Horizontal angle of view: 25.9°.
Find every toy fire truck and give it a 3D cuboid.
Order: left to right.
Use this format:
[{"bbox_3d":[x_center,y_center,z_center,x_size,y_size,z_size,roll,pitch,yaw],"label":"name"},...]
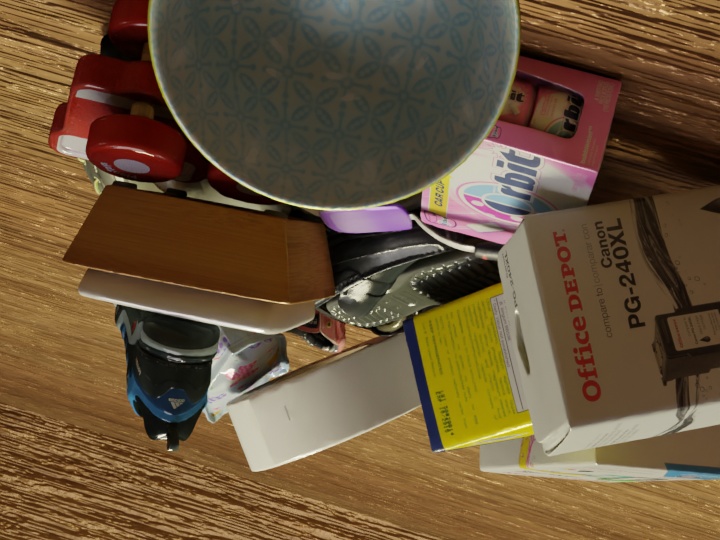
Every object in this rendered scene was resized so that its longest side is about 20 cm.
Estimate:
[{"bbox_3d":[-0.114,-0.101,1.103,0.198,0.113,0.168,11,163,-13],"label":"toy fire truck"}]

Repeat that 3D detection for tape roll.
[{"bbox_3d":[-0.026,0.121,1.494,0.201,0.071,0.202,-22,180,0],"label":"tape roll"}]

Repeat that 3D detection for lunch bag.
[{"bbox_3d":[-0.160,0.039,1.522,0.170,0.127,0.200,54,167,12],"label":"lunch bag"}]

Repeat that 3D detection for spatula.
[{"bbox_3d":[0.069,-0.023,1.121,0.198,0.021,0.057,13,166,15],"label":"spatula"}]

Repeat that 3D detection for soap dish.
[{"bbox_3d":[-0.105,-0.011,1.115,0.156,0.082,0.200,11,-178,7],"label":"soap dish"}]

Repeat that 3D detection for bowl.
[{"bbox_3d":[-0.011,-0.146,0.861,0.198,0.202,0.108,20,-153,-7],"label":"bowl"}]

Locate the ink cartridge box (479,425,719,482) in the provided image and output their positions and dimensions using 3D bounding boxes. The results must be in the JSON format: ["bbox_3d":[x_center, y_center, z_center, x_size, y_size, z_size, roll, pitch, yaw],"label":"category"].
[{"bbox_3d":[0.213,0.105,1.361,0.145,0.148,0.200,7,169,-23],"label":"ink cartridge box"}]

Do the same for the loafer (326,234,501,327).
[{"bbox_3d":[0.054,-0.011,1.268,0.198,0.070,0.075,-15,149,34],"label":"loafer"}]

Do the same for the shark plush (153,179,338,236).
[{"bbox_3d":[-0.097,-0.077,1.257,0.198,0.092,0.084,14,-154,-24],"label":"shark plush"}]

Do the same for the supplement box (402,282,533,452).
[{"bbox_3d":[0.146,0.062,1.200,0.109,0.110,0.199,-3,166,-44],"label":"supplement box"}]

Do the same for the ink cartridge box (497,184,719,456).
[{"bbox_3d":[0.205,0.029,1.039,0.198,0.147,0.083,-9,165,-8],"label":"ink cartridge box"}]

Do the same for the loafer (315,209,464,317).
[{"bbox_3d":[0.000,0.000,1.228,0.199,0.071,0.068,-16,-177,34],"label":"loafer"}]

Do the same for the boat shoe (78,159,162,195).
[{"bbox_3d":[-0.208,-0.098,1.328,0.060,0.073,0.202,10,167,8],"label":"boat shoe"}]

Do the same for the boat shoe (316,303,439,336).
[{"bbox_3d":[0.025,0.029,1.422,0.198,0.065,0.074,9,126,-29],"label":"boat shoe"}]

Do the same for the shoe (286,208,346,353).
[{"bbox_3d":[-0.040,0.010,1.463,0.071,0.092,0.200,13,163,16],"label":"shoe"}]

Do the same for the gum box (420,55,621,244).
[{"bbox_3d":[0.104,-0.079,1.065,0.112,0.067,0.200,15,164,6],"label":"gum box"}]

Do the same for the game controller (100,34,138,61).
[{"bbox_3d":[-0.108,-0.128,1.204,0.199,0.042,0.104,32,173,-39],"label":"game controller"}]

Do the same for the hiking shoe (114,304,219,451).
[{"bbox_3d":[-0.145,0.068,1.127,0.074,0.088,0.200,10,-177,-8],"label":"hiking shoe"}]

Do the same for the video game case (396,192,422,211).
[{"bbox_3d":[0.109,-0.017,1.347,0.198,0.023,0.182,24,163,-17],"label":"video game case"}]
